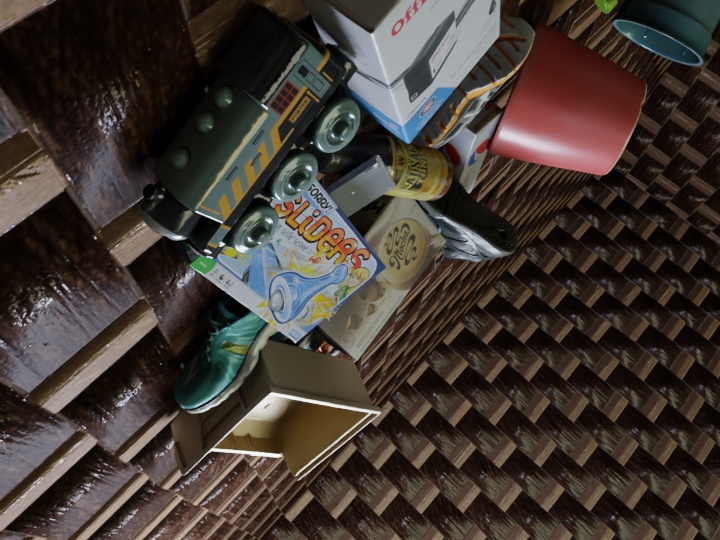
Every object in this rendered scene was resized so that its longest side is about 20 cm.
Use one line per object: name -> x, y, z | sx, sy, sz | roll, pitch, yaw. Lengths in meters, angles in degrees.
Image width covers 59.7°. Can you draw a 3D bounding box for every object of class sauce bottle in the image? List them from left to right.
sauce bottle -> 0.025, -0.115, 0.689 | 0.199, 0.066, 0.066 | -3, 134, -49

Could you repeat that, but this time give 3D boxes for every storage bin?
storage bin -> -0.116, 0.194, 0.837 | 0.198, 0.094, 0.199 | -44, 140, 22

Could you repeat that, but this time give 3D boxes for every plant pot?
plant pot -> 0.305, -0.237, 0.926 | 0.200, 0.175, 0.203 | 22, 90, -84
plant pot -> 0.654, -0.554, 1.271 | 0.198, 0.199, 0.200 | -63, 161, 16

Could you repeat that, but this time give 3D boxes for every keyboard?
keyboard -> -0.055, -0.049, 0.652 | 0.199, 0.011, 0.056 | -32, 152, 6

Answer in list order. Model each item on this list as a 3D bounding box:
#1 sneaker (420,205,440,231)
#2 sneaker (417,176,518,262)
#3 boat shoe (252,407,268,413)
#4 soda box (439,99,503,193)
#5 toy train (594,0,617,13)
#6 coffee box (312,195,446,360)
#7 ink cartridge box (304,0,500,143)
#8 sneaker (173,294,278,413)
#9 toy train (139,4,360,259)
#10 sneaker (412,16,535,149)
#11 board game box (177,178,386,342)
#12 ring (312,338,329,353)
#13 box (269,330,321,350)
sneaker -> 0.088, -0.068, 1.016 | 0.131, 0.080, 0.200 | -45, 173, -9
sneaker -> 0.135, -0.077, 0.964 | 0.114, 0.198, 0.077 | -30, -149, 58
boat shoe -> -0.143, 0.192, 0.986 | 0.071, 0.073, 0.199 | -38, 162, 25
soda box -> 0.149, -0.177, 0.953 | 0.068, 0.064, 0.201 | -43, 162, -23
toy train -> 0.442, -0.477, 1.049 | 0.115, 0.085, 0.200 | -41, 166, 9
coffee box -> 0.003, -0.003, 0.807 | 0.201, 0.080, 0.113 | -51, 125, -12
ink cartridge box -> 0.044, -0.219, 0.526 | 0.145, 0.084, 0.200 | -49, 164, 0
sneaker -> -0.152, 0.069, 0.717 | 0.201, 0.077, 0.080 | -54, 148, -4
toy train -> -0.084, -0.098, 0.478 | 0.200, 0.085, 0.114 | -50, 152, 9
sneaker -> 0.130, -0.227, 0.775 | 0.200, 0.079, 0.077 | -42, 165, 11
board game box -> -0.067, -0.015, 0.629 | 0.135, 0.035, 0.200 | -40, 145, 2
ring -> -0.001, 0.068, 0.959 | 0.200, 0.019, 0.201 | -44, 172, -8
box -> -0.097, 0.090, 0.920 | 0.082, 0.049, 0.200 | -49, 165, -1
